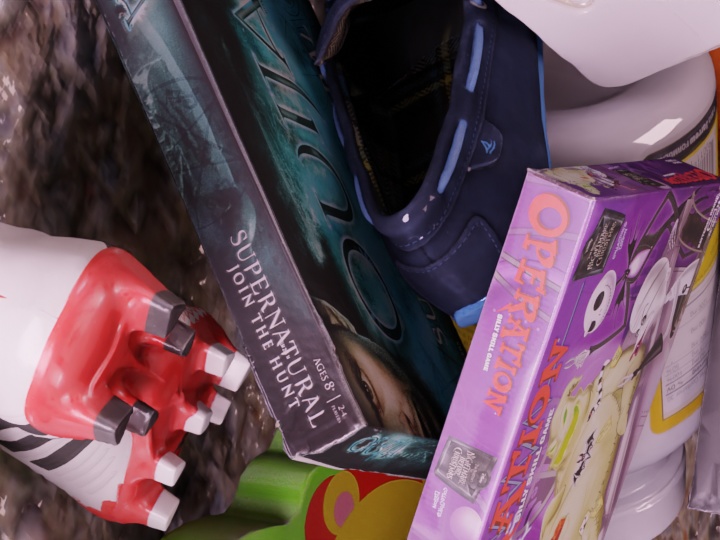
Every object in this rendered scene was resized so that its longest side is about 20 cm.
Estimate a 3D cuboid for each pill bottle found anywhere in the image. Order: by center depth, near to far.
[{"bbox_3d":[0.080,0.007,0.856,0.112,0.111,0.201,-59,150,-49],"label":"pill bottle"}]

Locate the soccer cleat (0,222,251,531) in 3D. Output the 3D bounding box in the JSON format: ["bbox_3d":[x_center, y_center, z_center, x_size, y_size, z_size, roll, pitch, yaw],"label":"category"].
[{"bbox_3d":[-0.085,0.025,0.655,0.069,0.085,0.200,-62,171,-9],"label":"soccer cleat"}]

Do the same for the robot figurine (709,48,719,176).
[{"bbox_3d":[0.117,-0.029,0.995,0.117,0.143,0.201,50,18,-54],"label":"robot figurine"}]

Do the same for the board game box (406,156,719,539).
[{"bbox_3d":[0.056,0.063,0.725,0.120,0.032,0.201,-6,118,-58],"label":"board game box"}]

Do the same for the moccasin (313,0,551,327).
[{"bbox_3d":[0.022,-0.078,0.749,0.068,0.080,0.201,38,26,-42],"label":"moccasin"}]

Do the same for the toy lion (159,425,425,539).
[{"bbox_3d":[-0.018,0.131,0.751,0.200,0.068,0.193,23,75,-55],"label":"toy lion"}]

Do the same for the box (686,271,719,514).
[{"bbox_3d":[0.185,0.013,0.909,0.200,0.044,0.162,0,99,-67],"label":"box"}]

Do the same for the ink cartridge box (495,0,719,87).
[{"bbox_3d":[0.077,-0.185,0.755,0.145,0.083,0.201,32,49,-44],"label":"ink cartridge box"}]

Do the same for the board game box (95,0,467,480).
[{"bbox_3d":[-0.023,-0.030,0.723,0.201,0.028,0.135,66,17,16],"label":"board game box"}]
